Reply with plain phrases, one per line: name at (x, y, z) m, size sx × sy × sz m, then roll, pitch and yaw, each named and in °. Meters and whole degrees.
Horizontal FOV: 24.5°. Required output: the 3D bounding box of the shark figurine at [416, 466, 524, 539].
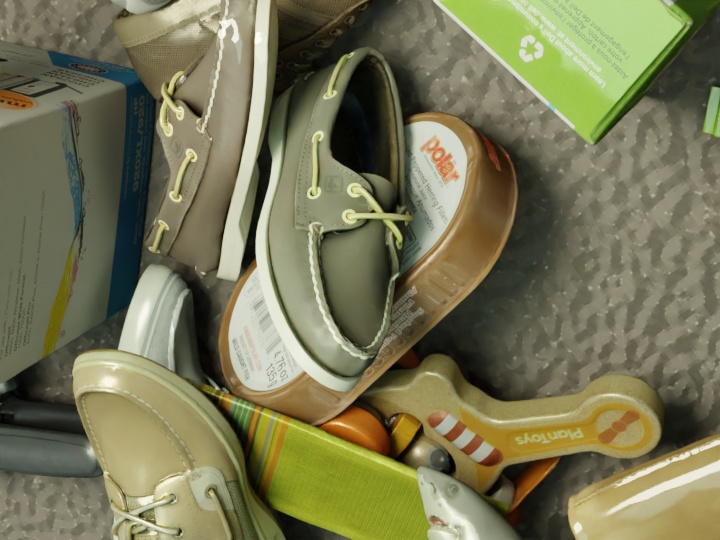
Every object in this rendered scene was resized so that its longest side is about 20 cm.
shark figurine at (0.096, 0.201, 0.877) m, size 0.128 × 0.089 × 0.216 m, roll 30°, pitch 140°, yaw 40°

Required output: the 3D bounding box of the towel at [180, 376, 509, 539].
towel at (-0.022, 0.115, 0.900) m, size 0.198 × 0.018 × 0.086 m, roll 21°, pitch 144°, yaw 4°

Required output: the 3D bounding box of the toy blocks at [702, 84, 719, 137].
toy blocks at (0.213, -0.072, 0.796) m, size 0.099 × 0.137 × 0.203 m, roll 11°, pitch 107°, yaw 14°

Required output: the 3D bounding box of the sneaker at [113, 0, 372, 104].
sneaker at (-0.036, -0.142, 0.905) m, size 0.198 × 0.071 × 0.076 m, roll -16°, pitch 117°, yaw 24°

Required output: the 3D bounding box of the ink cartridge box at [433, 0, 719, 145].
ink cartridge box at (0.075, -0.167, 0.811) m, size 0.200 × 0.148 × 0.076 m, roll 42°, pitch 113°, yaw 5°

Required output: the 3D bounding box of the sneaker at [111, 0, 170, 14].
sneaker at (-0.143, -0.229, 0.901) m, size 0.081 × 0.074 × 0.202 m, roll -22°, pitch 75°, yaw 34°

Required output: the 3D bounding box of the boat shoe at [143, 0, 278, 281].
boat shoe at (-0.081, -0.071, 0.885) m, size 0.059 × 0.072 × 0.201 m, roll 11°, pitch 141°, yaw -3°

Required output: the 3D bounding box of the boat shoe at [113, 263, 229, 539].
boat shoe at (-0.103, 0.094, 0.979) m, size 0.071 × 0.070 × 0.203 m, roll 8°, pitch 112°, yaw 11°

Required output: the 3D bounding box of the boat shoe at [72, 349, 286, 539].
boat shoe at (-0.099, 0.125, 0.885) m, size 0.071 × 0.065 × 0.201 m, roll -2°, pitch 134°, yaw 27°

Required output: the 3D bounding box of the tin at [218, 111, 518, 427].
tin at (0.000, 0.000, 0.893) m, size 0.200 × 0.042 × 0.112 m, roll -44°, pitch 44°, yaw 17°

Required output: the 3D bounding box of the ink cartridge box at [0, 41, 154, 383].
ink cartridge box at (-0.221, -0.039, 0.906) m, size 0.145 × 0.200 × 0.147 m, roll 13°, pitch 107°, yaw 13°

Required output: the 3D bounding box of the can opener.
can opener at (-0.202, 0.094, 0.973) m, size 0.199 × 0.063 × 0.079 m, roll 10°, pitch 128°, yaw 48°

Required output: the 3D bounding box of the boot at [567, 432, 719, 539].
boot at (0.237, 0.134, 0.869) m, size 0.199 × 0.066 × 0.176 m, roll -34°, pitch 107°, yaw 23°

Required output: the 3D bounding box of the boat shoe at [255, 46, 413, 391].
boat shoe at (-0.008, -0.033, 0.837) m, size 0.072 × 0.203 × 0.060 m, roll 32°, pitch 128°, yaw -33°

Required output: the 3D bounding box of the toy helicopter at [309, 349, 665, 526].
toy helicopter at (0.076, 0.099, 0.912) m, size 0.198 × 0.079 × 0.133 m, roll -11°, pitch 121°, yaw 30°
